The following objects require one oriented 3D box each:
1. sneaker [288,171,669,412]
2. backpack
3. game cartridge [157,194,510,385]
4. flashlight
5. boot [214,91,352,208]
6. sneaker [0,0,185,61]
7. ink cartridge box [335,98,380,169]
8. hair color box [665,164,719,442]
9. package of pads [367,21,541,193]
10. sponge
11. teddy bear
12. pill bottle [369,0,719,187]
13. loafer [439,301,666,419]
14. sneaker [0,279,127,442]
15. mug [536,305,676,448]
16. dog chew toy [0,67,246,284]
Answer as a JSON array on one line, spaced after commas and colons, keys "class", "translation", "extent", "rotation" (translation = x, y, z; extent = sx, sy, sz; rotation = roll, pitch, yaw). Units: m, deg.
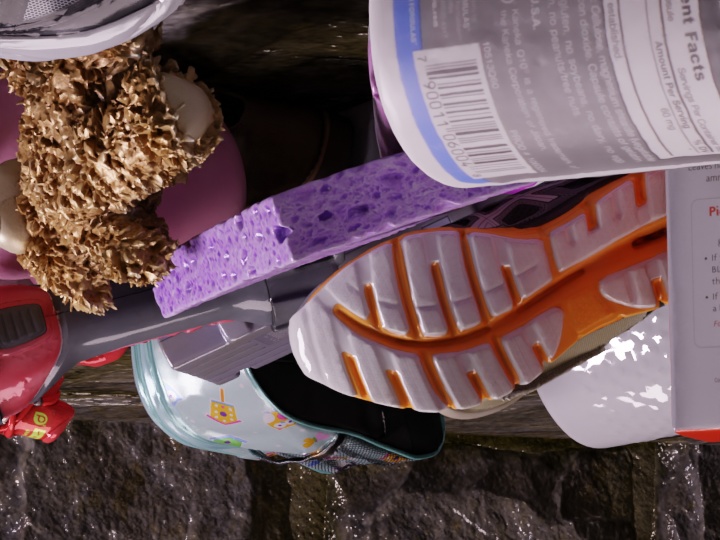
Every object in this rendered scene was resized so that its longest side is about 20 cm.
[{"class": "sneaker", "translation": [0.063, 0.004, 1.192], "extent": [0.200, 0.078, 0.077], "rotation": [-17, -167, -12]}, {"class": "backpack", "translation": [-0.054, 0.030, 1.660], "extent": [0.153, 0.176, 0.200], "rotation": [-9, 165, 29]}, {"class": "game cartridge", "translation": [0.000, 0.000, 1.396], "extent": [0.200, 0.038, 0.130], "rotation": [-25, 167, 4]}, {"class": "flashlight", "translation": [-0.107, 0.022, 1.294], "extent": [0.200, 0.068, 0.068], "rotation": [-15, -151, -9]}, {"class": "boot", "translation": [-0.083, -0.055, 1.488], "extent": [0.075, 0.074, 0.200], "rotation": [20, 157, -23]}, {"class": "sneaker", "translation": [-0.148, -0.118, 0.947], "extent": [0.200, 0.076, 0.114], "rotation": [-7, 165, 11]}, {"class": "ink cartridge box", "translation": [0.035, -0.063, 1.457], "extent": [0.094, 0.044, 0.200], "rotation": [2, 172, -26]}, {"class": "hair color box", "translation": [0.175, -0.035, 1.101], "extent": [0.101, 0.200, 0.061], "rotation": [-3, 172, 22]}, {"class": "package of pads", "translation": [0.065, -0.083, 1.207], "extent": [0.120, 0.076, 0.200], "rotation": [2, 172, 2]}, {"class": "sponge", "translation": [-0.013, -0.020, 1.164], "extent": [0.112, 0.030, 0.200], "rotation": [-19, 179, -20]}, {"class": "teddy bear", "translation": [-0.119, -0.053, 1.178], "extent": [0.067, 0.145, 0.200], "rotation": [-29, -175, -28]}, {"class": "pill bottle", "translation": [0.114, -0.093, 0.999], "extent": [0.200, 0.114, 0.114], "rotation": [-5, 171, 29]}, {"class": "loafer", "translation": [0.101, 0.011, 1.411], "extent": [0.200, 0.076, 0.068], "rotation": [-30, 175, -39]}, {"class": "sneaker", "translation": [-0.183, 0.054, 1.373], "extent": [0.200, 0.085, 0.077], "rotation": [-37, 177, -45]}, {"class": "mug", "translation": [0.222, 0.014, 1.750], "extent": [0.175, 0.148, 0.200], "rotation": [-14, -164, 34]}, {"class": "dog chew toy", "translation": [-0.155, -0.047, 1.336], "extent": [0.200, 0.125, 0.125], "rotation": [16, 164, -35]}]
